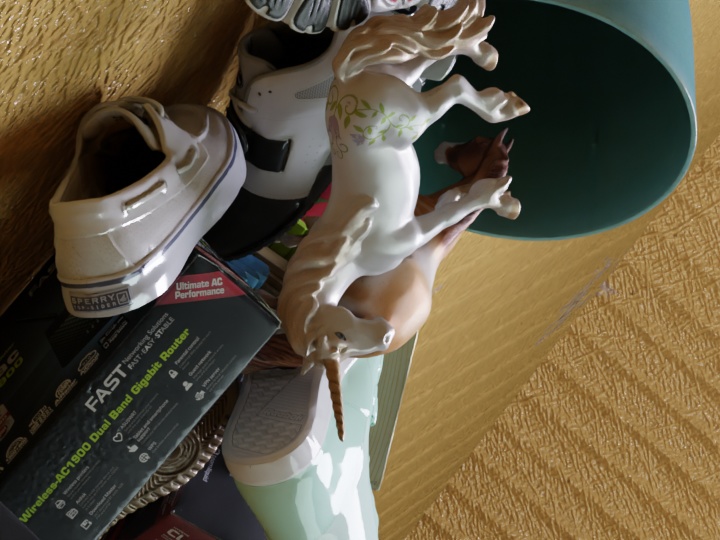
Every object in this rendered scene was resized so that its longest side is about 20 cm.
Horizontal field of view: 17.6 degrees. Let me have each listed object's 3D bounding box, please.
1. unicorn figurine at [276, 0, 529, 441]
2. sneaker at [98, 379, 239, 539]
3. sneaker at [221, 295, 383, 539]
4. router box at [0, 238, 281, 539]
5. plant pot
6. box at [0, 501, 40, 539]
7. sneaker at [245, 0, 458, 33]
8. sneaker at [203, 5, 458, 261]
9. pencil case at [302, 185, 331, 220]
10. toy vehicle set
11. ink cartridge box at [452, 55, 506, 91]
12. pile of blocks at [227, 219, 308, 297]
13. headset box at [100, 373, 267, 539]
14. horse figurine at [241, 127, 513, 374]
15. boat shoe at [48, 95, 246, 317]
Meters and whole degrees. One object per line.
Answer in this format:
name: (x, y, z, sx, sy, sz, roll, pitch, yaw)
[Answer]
unicorn figurine: (0.016, -0.037, 1.153, 0.137, 0.074, 0.201, -17, 109, -28)
sneaker: (-0.153, 0.095, 1.294, 0.200, 0.071, 0.113, -43, -149, 13)
sneaker: (-0.020, 0.090, 1.270, 0.201, 0.073, 0.119, -66, 145, -53)
router box: (-0.144, 0.059, 1.184, 0.200, 0.062, 0.150, -49, -154, -1)
plant pot: (0.098, -0.142, 1.325, 0.201, 0.200, 0.161, 116, -11, -52)
box: (-0.263, 0.162, 1.029, 0.200, 0.148, 0.124, -37, 164, -49)
sneaker: (-0.015, -0.163, 1.134, 0.200, 0.083, 0.081, -4, 116, -54)
sneaker: (-0.042, -0.087, 1.235, 0.200, 0.088, 0.074, -45, -152, 31)
pencil case: (-0.054, 0.018, 1.553, 0.200, 0.088, 0.088, -43, 167, -21)
toy vehicle set: (-0.005, 0.057, 1.426, 0.200, 0.026, 0.125, -159, -97, -79)
ink cartridge box: (0.074, -0.135, 1.530, 0.200, 0.085, 0.145, -37, 164, -43)
pile of blocks: (-0.065, -0.021, 1.369, 0.062, 0.082, 0.200, -52, 168, 15)
headset box: (-0.092, 0.123, 1.364, 0.200, 0.075, 0.149, -37, -154, 51)
horse figurine: (0.000, 0.000, 1.242, 0.200, 0.132, 0.050, -60, 137, -50)
boat shoe: (-0.108, -0.051, 1.132, 0.200, 0.071, 0.070, -64, 143, -61)
